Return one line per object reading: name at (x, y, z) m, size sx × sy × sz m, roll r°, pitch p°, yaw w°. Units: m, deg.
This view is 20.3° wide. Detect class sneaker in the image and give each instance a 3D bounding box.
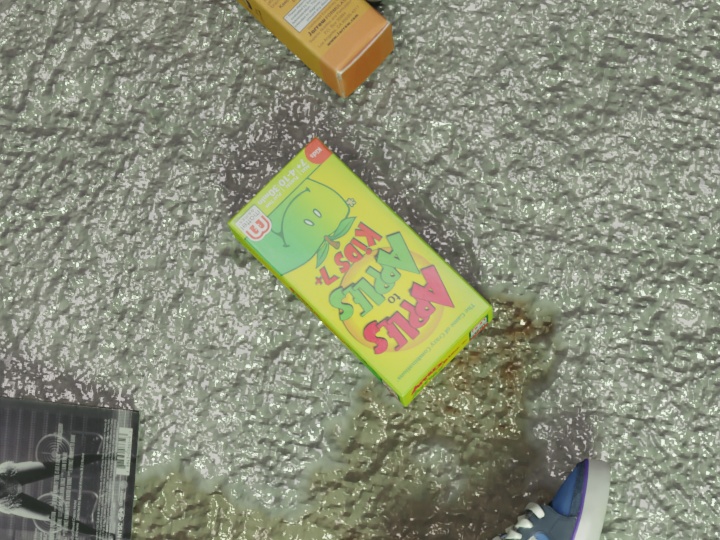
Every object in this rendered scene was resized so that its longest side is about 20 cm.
sneaker at (0.095, 0.218, 1.521) m, size 0.146 × 0.081 × 0.201 m, roll 20°, pitch 84°, yaw 5°

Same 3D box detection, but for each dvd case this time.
dvd case at (-0.273, 0.173, 1.555) m, size 0.199 × 0.016 × 0.150 m, roll 8°, pitch 76°, yaw -20°

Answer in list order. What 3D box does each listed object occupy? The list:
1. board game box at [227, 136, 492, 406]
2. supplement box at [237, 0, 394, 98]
board game box at (0.000, 0.000, 1.599) m, size 0.102 × 0.048 × 0.200 m, roll -44°, pitch 77°, yaw -7°
supplement box at (-0.065, -0.235, 1.651) m, size 0.200 × 0.067 × 0.069 m, roll 41°, pitch 83°, yaw 12°
